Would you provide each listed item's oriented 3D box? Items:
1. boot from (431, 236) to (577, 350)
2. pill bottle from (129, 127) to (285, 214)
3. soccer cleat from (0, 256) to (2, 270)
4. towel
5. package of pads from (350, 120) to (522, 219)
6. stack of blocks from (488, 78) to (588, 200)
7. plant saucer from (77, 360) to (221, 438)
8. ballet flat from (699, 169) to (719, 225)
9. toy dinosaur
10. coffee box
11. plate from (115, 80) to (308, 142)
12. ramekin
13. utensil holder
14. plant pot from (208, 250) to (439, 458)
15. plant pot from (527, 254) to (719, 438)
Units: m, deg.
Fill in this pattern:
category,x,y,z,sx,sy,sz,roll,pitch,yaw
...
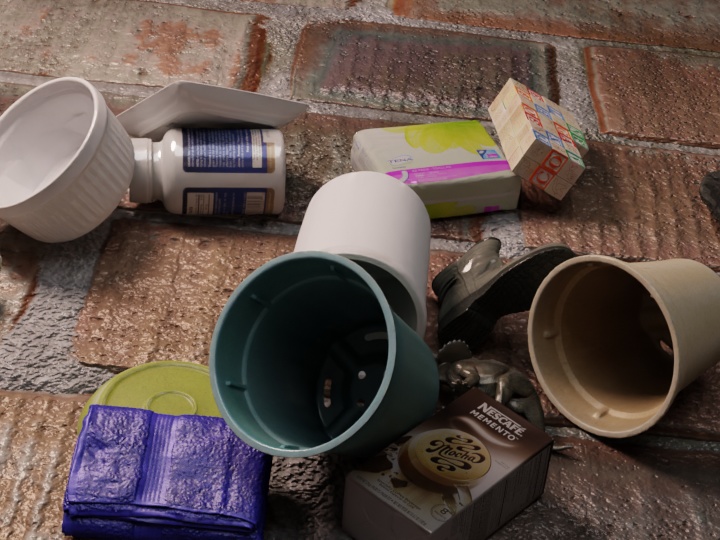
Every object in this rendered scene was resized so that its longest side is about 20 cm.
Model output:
category,x,y,z,sx,sy,sz,roll,pitch,yaw
boot,0.161,-0.001,1.699,0.068,0.199,0.131,42,27,-28
pill bottle,-0.199,-0.128,1.870,0.198,0.112,0.111,0,35,-9
soccer cleat,-0.454,0.052,1.621,0.077,0.070,0.200,22,45,14
towel,-0.187,0.201,1.427,0.198,0.050,0.149,7,53,-3
package of pads,0.099,-0.138,1.965,0.198,0.069,0.155,-7,38,-20
stack of blocks,0.254,-0.179,2.004,0.115,0.059,0.201,27,25,-19
plant saucer,-0.201,0.156,1.537,0.198,0.031,0.201,4,34,-3
ballet flat,0.509,-0.083,1.983,0.066,0.057,0.201,-20,28,11
toy dinosaur,0.147,0.131,1.583,0.198,0.077,0.102,17,37,15
coffee box,0.090,0.214,1.454,0.113,0.080,0.199,30,42,31
plate,-0.201,-0.195,1.905,0.199,0.033,0.199,7,-14,-36
ramekin,-0.373,-0.130,1.787,0.199,0.105,0.201,-19,48,23
utensil holder,0.000,0.000,1.670,0.168,0.171,0.201,8,33,3
plant pot,-0.021,0.102,1.459,0.199,0.201,0.196,27,-3,27
plant pot,0.322,0.067,1.625,0.183,0.202,0.200,-14,38,-44
